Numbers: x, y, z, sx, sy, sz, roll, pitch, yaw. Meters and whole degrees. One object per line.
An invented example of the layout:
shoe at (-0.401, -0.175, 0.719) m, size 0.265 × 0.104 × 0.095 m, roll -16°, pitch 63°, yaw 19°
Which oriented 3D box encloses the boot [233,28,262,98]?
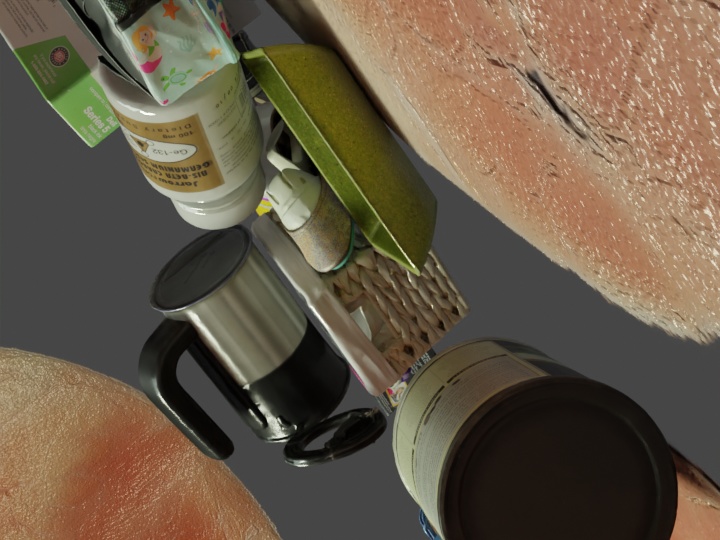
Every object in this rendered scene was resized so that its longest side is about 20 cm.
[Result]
boot at (-0.179, -0.267, 1.432) m, size 0.154 × 0.073 × 0.204 m, roll 50°, pitch -176°, yaw -42°

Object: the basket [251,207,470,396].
basket at (0.000, 0.000, 1.292) m, size 0.136 × 0.123 × 0.200 m, roll 55°, pitch 177°, yaw -29°

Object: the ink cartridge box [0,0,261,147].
ink cartridge box at (-0.211, -0.233, 1.227) m, size 0.146 × 0.200 × 0.084 m, roll 52°, pitch 179°, yaw 32°

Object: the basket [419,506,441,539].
basket at (0.142, 0.254, 1.460) m, size 0.139 × 0.176 × 0.200 m, roll 44°, pitch -177°, yaw 17°

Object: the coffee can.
coffee can at (0.106, 0.128, 0.905) m, size 0.147 × 0.146 × 0.200 m, roll 54°, pitch 177°, yaw -8°

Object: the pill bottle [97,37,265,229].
pill bottle at (-0.145, -0.125, 1.185) m, size 0.114 × 0.114 × 0.200 m, roll 52°, pitch 168°, yaw 30°

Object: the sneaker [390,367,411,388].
sneaker at (0.045, 0.075, 1.753) m, size 0.200 × 0.083 × 0.081 m, roll -101°, pitch 12°, yaw -59°

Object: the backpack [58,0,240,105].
backpack at (-0.164, -0.229, 1.007) m, size 0.178 × 0.150 × 0.200 m, roll 52°, pitch 170°, yaw 53°

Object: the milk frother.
milk frother at (-0.083, 0.079, 1.280) m, size 0.199 × 0.181 × 0.188 m, roll -10°, pitch 128°, yaw 38°

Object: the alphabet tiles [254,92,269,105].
alphabet tiles at (-0.188, -0.246, 1.542) m, size 0.200 × 0.006 × 0.167 m, roll 19°, pitch -150°, yaw -42°

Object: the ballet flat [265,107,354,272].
ballet flat at (-0.054, -0.079, 1.223) m, size 0.067 × 0.068 × 0.200 m, roll 27°, pitch -148°, yaw -31°

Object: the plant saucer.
plant saucer at (-0.011, -0.101, 1.064) m, size 0.200 × 0.048 × 0.200 m, roll 55°, pitch 177°, yaw -12°

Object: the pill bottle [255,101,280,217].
pill bottle at (-0.075, -0.101, 1.476) m, size 0.104 × 0.104 × 0.200 m, roll 53°, pitch 176°, yaw 17°

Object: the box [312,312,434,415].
box at (0.027, 0.106, 2.093) m, size 0.132 × 0.115 × 0.200 m, roll 56°, pitch 175°, yaw -23°
